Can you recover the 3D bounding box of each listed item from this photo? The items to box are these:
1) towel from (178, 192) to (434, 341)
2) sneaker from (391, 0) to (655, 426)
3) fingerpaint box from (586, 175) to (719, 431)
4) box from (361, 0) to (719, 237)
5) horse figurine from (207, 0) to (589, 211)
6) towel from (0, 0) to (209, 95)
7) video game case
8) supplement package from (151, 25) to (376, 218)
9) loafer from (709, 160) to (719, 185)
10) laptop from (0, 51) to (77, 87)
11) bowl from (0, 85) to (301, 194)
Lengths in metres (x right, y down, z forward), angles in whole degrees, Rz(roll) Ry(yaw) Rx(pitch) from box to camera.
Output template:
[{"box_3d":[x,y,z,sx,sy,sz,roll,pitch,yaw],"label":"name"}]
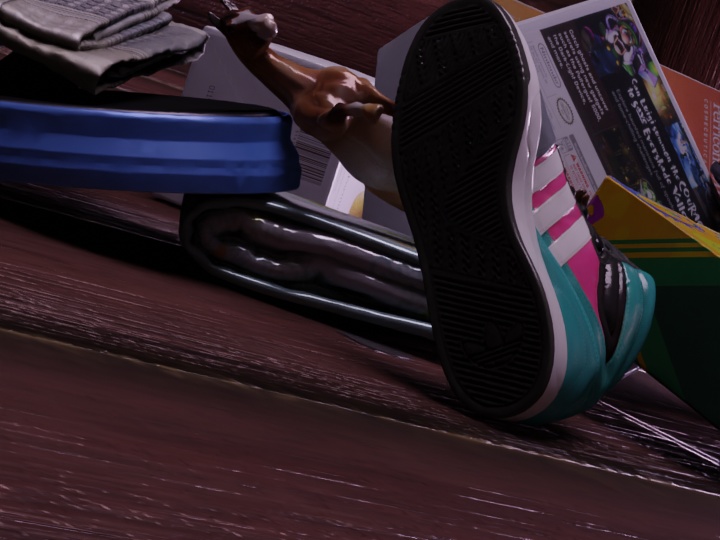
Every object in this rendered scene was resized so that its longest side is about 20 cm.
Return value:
[{"box_3d":[0.000,0.000,1.272,0.199,0.048,0.171,20,3,-6],"label":"towel"},{"box_3d":[0.081,-0.020,1.124,0.083,0.201,0.121,-15,-20,26],"label":"sneaker"},{"box_3d":[0.214,0.045,1.243,0.200,0.074,0.167,22,14,-46],"label":"fingerpaint box"},{"box_3d":[0.113,-0.053,1.440,0.199,0.153,0.106,19,-28,-28],"label":"box"},{"box_3d":[0.023,-0.063,1.213,0.200,0.050,0.132,31,-9,-37],"label":"horse figurine"},{"box_3d":[-0.185,-0.160,1.299,0.199,0.035,0.193,29,16,7],"label":"towel"},{"box_3d":[0.136,-0.049,1.350,0.023,0.201,0.182,-26,-3,40],"label":"video game case"},{"box_3d":[-0.045,-0.084,1.568,0.109,0.114,0.200,19,6,9],"label":"supplement package"},{"box_3d":[0.263,-0.030,1.348,0.072,0.063,0.200,39,7,-28],"label":"loafer"},{"box_3d":[-0.246,-0.144,1.486,0.199,0.104,0.177,21,5,10],"label":"laptop"},{"box_3d":[-0.128,-0.068,1.228,0.199,0.040,0.201,5,7,-1],"label":"bowl"}]
